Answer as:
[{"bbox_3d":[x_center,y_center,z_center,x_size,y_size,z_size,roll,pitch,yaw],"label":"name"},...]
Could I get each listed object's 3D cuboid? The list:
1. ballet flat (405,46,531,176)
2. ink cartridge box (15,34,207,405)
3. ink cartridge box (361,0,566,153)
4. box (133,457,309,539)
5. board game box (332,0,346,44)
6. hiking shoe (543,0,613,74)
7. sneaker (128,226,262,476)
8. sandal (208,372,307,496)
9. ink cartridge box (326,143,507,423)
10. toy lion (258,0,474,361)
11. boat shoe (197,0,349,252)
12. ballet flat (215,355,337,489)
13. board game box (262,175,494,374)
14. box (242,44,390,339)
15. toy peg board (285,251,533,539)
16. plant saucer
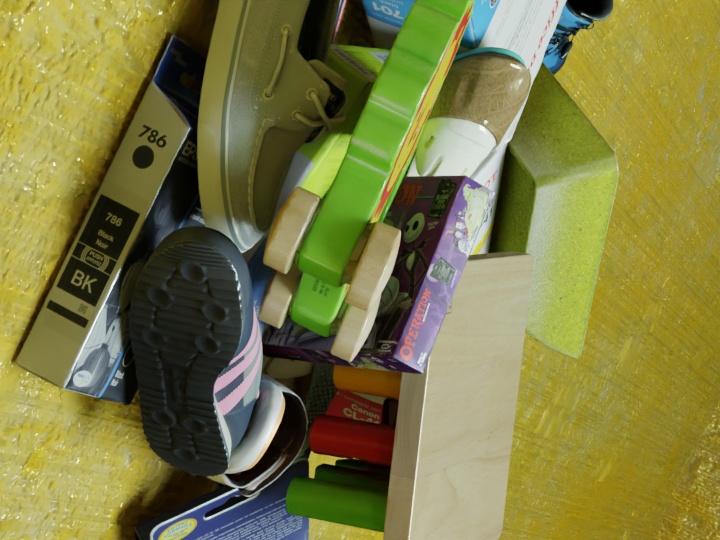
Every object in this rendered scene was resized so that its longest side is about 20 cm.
[{"bbox_3d":[0.042,-0.080,1.456,0.199,0.067,0.073,-21,-130,55],"label":"ballet flat"},{"bbox_3d":[-0.118,-0.025,1.270,0.201,0.039,0.099,-66,161,0],"label":"ink cartridge box"},{"bbox_3d":[0.072,-0.191,1.480,0.200,0.085,0.147,71,39,-66],"label":"ink cartridge box"},{"bbox_3d":[-0.092,0.196,1.542,0.120,0.032,0.201,-23,147,-19],"label":"box"},{"bbox_3d":[-0.038,-0.153,1.354,0.103,0.019,0.201,-28,140,-59],"label":"board game box"},{"bbox_3d":[0.145,-0.193,1.694,0.075,0.086,0.200,-59,161,-16],"label":"hiking shoe"},{"bbox_3d":[-0.087,0.029,1.280,0.201,0.070,0.082,100,11,-51],"label":"sneaker"},{"bbox_3d":[-0.065,0.108,1.428,0.080,0.059,0.207,-60,-168,-4],"label":"sandal"},{"bbox_3d":[0.027,0.003,1.627,0.148,0.085,0.201,-48,157,-40],"label":"ink cartridge box"},{"bbox_3d":[0.011,-0.063,1.268,0.200,0.068,0.193,106,9,-74],"label":"toy lion"},{"bbox_3d":[-0.042,-0.108,1.246,0.070,0.071,0.203,15,82,-72],"label":"boat shoe"},{"bbox_3d":[-0.054,0.080,1.540,0.074,0.074,0.202,-26,134,-62],"label":"ballet flat"},{"bbox_3d":[0.000,0.000,1.413,0.032,0.199,0.121,32,75,-26],"label":"board game box"},{"bbox_3d":[-0.043,-0.043,1.379,0.201,0.048,0.122,-55,166,15],"label":"box"},{"bbox_3d":[0.030,0.085,1.502,0.200,0.097,0.201,-6,103,-69],"label":"toy peg board"},{"bbox_3d":[0.108,-0.062,1.665,0.048,0.201,0.201,-15,138,-21],"label":"plant saucer"}]
